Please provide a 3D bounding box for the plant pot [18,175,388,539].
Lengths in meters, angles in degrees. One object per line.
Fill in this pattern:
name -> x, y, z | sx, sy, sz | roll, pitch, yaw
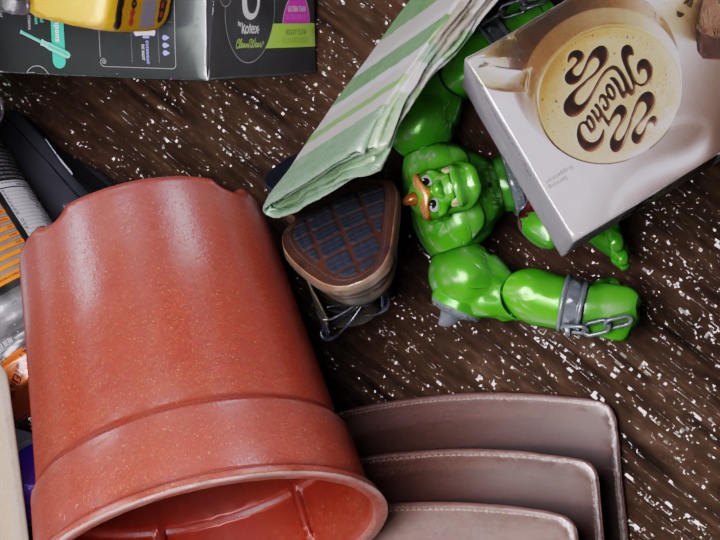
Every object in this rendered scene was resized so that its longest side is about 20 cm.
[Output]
plant pot -> -0.103, 0.067, 1.095 | 0.200, 0.200, 0.197 | -27, 62, 24

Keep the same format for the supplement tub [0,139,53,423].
supplement tub -> -0.249, -0.008, 1.221 | 0.122, 0.122, 0.201 | -38, 79, 23

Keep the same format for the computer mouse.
computer mouse -> -0.246, -0.040, 1.307 | 0.200, 0.046, 0.141 | 45, 109, 15

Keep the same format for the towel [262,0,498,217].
towel -> 0.030, -0.119, 1.077 | 0.023, 0.152, 0.201 | 39, 69, -12

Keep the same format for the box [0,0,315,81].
box -> -0.143, -0.181, 1.189 | 0.198, 0.148, 0.126 | 4, 100, 24

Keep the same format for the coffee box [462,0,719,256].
coffee box -> 0.167, -0.109, 1.046 | 0.199, 0.080, 0.114 | -30, 85, -1

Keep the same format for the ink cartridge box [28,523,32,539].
ink cartridge box -> -0.250, 0.247, 1.304 | 0.198, 0.041, 0.201 | 2, 125, 31

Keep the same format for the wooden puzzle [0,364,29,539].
wooden puzzle -> -0.234, 0.168, 1.158 | 0.200, 0.037, 0.187 | -37, 59, 54

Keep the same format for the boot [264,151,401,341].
boot -> 0.000, 0.000, 1.122 | 0.074, 0.200, 0.098 | -24, 113, 0

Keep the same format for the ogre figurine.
ogre figurine -> 0.083, -0.048, 1.131 | 0.119, 0.098, 0.202 | -17, 103, 7

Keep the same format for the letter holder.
letter holder -> 0.049, 0.148, 1.157 | 0.198, 0.100, 0.144 | -5, 91, 25

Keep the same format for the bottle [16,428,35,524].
bottle -> -0.224, 0.143, 1.292 | 0.198, 0.083, 0.066 | 12, 109, 23

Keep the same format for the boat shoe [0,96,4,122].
boat shoe -> -0.250, -0.121, 1.085 | 0.064, 0.200, 0.073 | -7, 71, 5

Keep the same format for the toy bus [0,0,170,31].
toy bus -> -0.206, -0.184, 1.090 | 0.198, 0.078, 0.066 | 16, 105, 23
